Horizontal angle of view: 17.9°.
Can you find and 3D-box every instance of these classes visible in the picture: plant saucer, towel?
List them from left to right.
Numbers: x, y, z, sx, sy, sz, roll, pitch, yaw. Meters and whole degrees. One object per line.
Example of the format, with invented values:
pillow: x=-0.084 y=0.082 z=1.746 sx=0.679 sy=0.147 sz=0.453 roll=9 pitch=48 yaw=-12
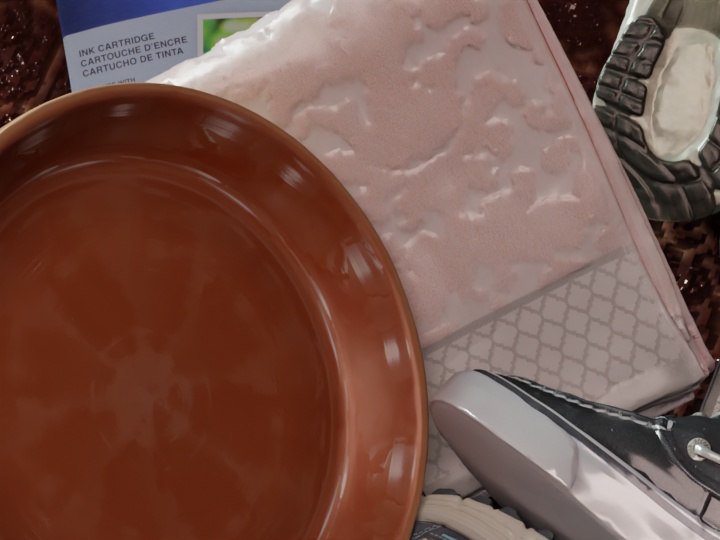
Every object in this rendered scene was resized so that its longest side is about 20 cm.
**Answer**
plant saucer: x=-0.064 y=0.041 z=0.730 sx=0.032 sy=0.199 sz=0.202 roll=-17 pitch=61 yaw=50
towel: x=0.000 y=0.000 z=0.809 sx=0.199 sy=0.032 sz=0.192 roll=-27 pitch=99 yaw=8

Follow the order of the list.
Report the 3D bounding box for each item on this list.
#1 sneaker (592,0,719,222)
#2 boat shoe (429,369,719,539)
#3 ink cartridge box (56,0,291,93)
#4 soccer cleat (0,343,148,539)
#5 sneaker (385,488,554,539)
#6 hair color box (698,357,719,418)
sneaker: x=0.137 y=-0.110 z=0.854 sx=0.076 sy=0.089 sz=0.201 roll=19 pitch=86 yaw=15
boat shoe: x=0.116 y=0.079 z=0.741 sx=0.199 sy=0.072 sz=0.068 roll=30 pitch=69 yaw=25
ink cartridge box: x=-0.051 y=-0.059 z=0.889 sx=0.119 sy=0.042 sz=0.201 roll=-12 pitch=68 yaw=-2
soccer cleat: x=-0.145 y=0.053 z=0.744 sx=0.199 sy=0.084 sz=0.065 roll=17 pitch=68 yaw=-25
sneaker: x=0.047 y=0.135 z=0.737 sx=0.199 sy=0.078 sz=0.086 roll=16 pitch=40 yaw=44
hair color box: x=0.213 y=0.085 z=0.793 sx=0.199 sy=0.061 sz=0.100 roll=20 pitch=75 yaw=14
